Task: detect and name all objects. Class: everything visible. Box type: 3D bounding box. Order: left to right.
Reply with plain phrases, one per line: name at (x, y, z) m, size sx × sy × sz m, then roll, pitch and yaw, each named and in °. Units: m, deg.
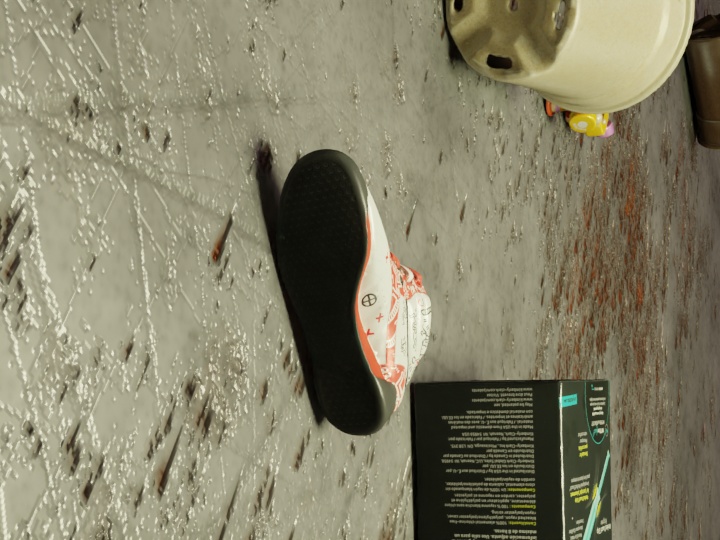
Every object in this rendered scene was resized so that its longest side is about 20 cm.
sneaker at (-0.001, 0.001, 0.899) m, size 0.108 × 0.067 × 0.202 m, roll -50°, pitch 135°, yaw -58°
tampon box at (0.129, 0.191, 1.090) m, size 0.150 × 0.126 × 0.201 m, roll 10°, pitch 78°, yaw -65°
plant pot at (0.180, -0.241, 1.214) m, size 0.183 × 0.200 × 0.202 m, roll -14°, pitch 100°, yaw -55°
toy train at (0.249, -0.226, 1.512) m, size 0.200 × 0.055 × 0.151 m, roll -16°, pitch 100°, yaw -69°
plant pot at (0.659, -0.344, 2.301) m, size 0.199 × 0.199 × 0.200 m, roll 67°, pitch 30°, yaw -21°
